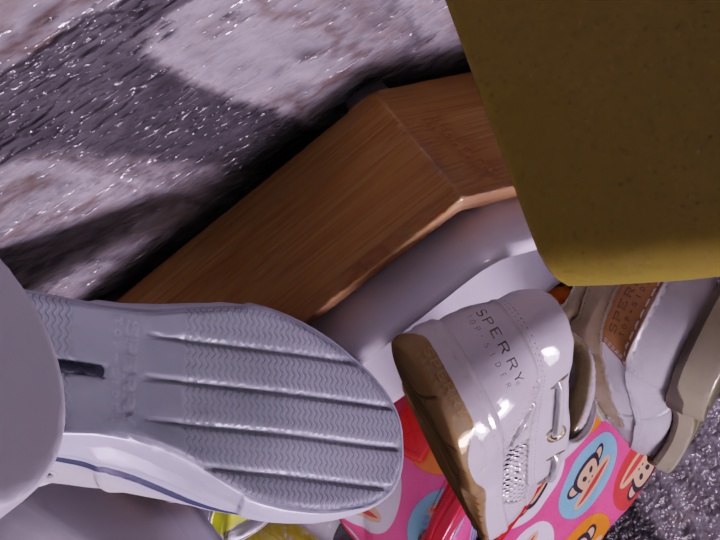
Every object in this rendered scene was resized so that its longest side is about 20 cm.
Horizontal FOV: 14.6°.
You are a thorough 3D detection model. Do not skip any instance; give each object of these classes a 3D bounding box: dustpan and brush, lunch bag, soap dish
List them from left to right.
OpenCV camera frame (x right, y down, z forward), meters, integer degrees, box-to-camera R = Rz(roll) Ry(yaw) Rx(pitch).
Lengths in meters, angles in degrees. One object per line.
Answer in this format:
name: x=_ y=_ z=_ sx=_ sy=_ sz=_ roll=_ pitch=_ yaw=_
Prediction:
dustpan and brush: x=-0.144 y=0.092 z=1.022 sx=0.199 sy=0.140 sz=0.057 roll=23 pitch=104 yaw=-35
soap dish: x=0.000 y=0.000 z=1.063 sx=0.200 sy=0.082 sz=0.157 roll=-37 pitch=169 yaw=32
lunch bag: x=0.073 y=0.054 z=1.234 sx=0.201 sy=0.082 sz=0.176 roll=-55 pitch=150 yaw=-12

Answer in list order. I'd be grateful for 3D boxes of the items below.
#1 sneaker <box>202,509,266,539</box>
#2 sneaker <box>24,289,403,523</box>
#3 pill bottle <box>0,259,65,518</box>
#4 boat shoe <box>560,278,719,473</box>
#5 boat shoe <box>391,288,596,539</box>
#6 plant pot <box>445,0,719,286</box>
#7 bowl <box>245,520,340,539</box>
sneaker: x=-0.028 y=0.036 z=1.257 sx=0.200 sy=0.075 sz=0.084 roll=-39 pitch=-154 yaw=-17
sneaker: x=-0.078 y=0.044 z=0.954 sx=0.199 sy=0.074 sz=0.071 roll=17 pitch=160 yaw=-31
pill bottle: x=-0.176 y=0.069 z=0.751 sx=0.200 sy=0.114 sz=0.113 roll=-36 pitch=170 yaw=32
boat shoe: x=0.116 y=0.030 z=1.130 sx=0.075 sy=0.068 sz=0.200 roll=-62 pitch=172 yaw=-12
boat shoe: x=0.058 y=0.051 z=1.040 sx=0.069 sy=0.071 sz=0.200 roll=-29 pitch=169 yaw=-3
plant pot: x=0.119 y=-0.093 z=0.667 sx=0.176 sy=0.201 sz=0.200 roll=-22 pitch=175 yaw=23
bowl: x=-0.069 y=0.147 z=1.399 sx=0.108 sy=0.199 sz=0.200 roll=-59 pitch=174 yaw=-7
